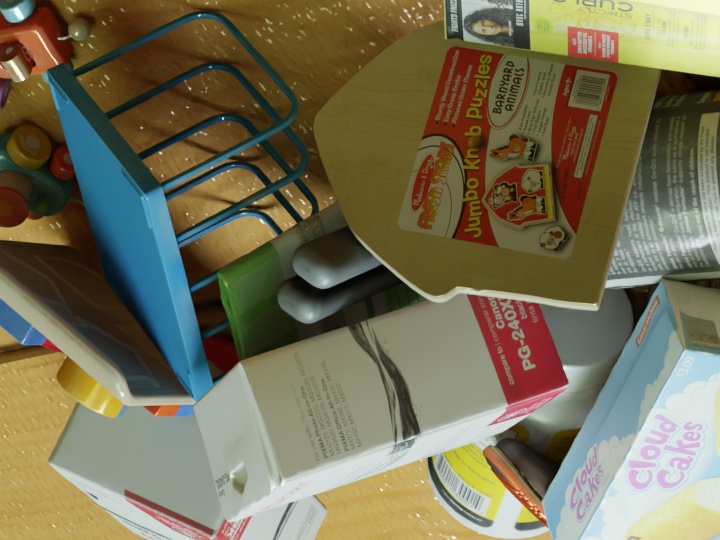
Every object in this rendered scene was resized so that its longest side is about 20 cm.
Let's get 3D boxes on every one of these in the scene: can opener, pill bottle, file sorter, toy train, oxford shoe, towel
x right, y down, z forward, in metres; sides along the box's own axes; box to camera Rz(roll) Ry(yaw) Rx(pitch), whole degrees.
[{"bbox_3d":[0.026,-0.008,1.594,0.066,0.199,0.053,37,120,25],"label":"can opener"},{"bbox_3d":[0.173,-0.048,1.591,0.199,0.117,0.117,-5,135,26],"label":"pill bottle"},{"bbox_3d":[-0.102,-0.046,1.669,0.139,0.122,0.201,48,160,39],"label":"file sorter"},{"bbox_3d":[-0.229,-0.096,1.742,0.149,0.056,0.201,-2,136,24],"label":"toy train"},{"bbox_3d":[0.164,0.154,1.734,0.200,0.071,0.073,34,94,-31],"label":"oxford shoe"},{"bbox_3d":[0.118,0.086,1.769,0.113,0.115,0.201,18,141,1],"label":"pill bottle"},{"bbox_3d":[0.000,0.000,1.680,0.031,0.199,0.150,44,156,40],"label":"towel"}]

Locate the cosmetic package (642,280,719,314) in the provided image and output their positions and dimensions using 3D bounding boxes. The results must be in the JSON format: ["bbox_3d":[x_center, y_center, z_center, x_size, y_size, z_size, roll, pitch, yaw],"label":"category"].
[{"bbox_3d":[0.230,0.085,1.746,0.106,0.091,0.201,11,137,4],"label":"cosmetic package"}]

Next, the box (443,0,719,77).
[{"bbox_3d":[0.149,-0.163,1.520,0.198,0.050,0.076,9,139,11],"label":"box"}]

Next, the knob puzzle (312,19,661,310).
[{"bbox_3d":[0.068,-0.069,1.553,0.218,0.221,0.030,7,158,14],"label":"knob puzzle"}]

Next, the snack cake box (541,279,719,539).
[{"bbox_3d":[0.206,0.107,1.612,0.114,0.067,0.201,9,129,-18],"label":"snack cake box"}]

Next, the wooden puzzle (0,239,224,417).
[{"bbox_3d":[-0.186,0.044,1.757,0.185,0.046,0.200,39,-171,22],"label":"wooden puzzle"}]

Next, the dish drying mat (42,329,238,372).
[{"bbox_3d":[-0.162,0.057,1.921,0.199,0.018,0.077,20,140,-1],"label":"dish drying mat"}]

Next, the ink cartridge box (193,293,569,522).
[{"bbox_3d":[0.008,0.080,1.607,0.199,0.084,0.145,-17,171,-19],"label":"ink cartridge box"}]

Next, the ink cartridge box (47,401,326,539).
[{"bbox_3d":[-0.123,0.159,1.896,0.144,0.084,0.200,22,167,20],"label":"ink cartridge box"}]
